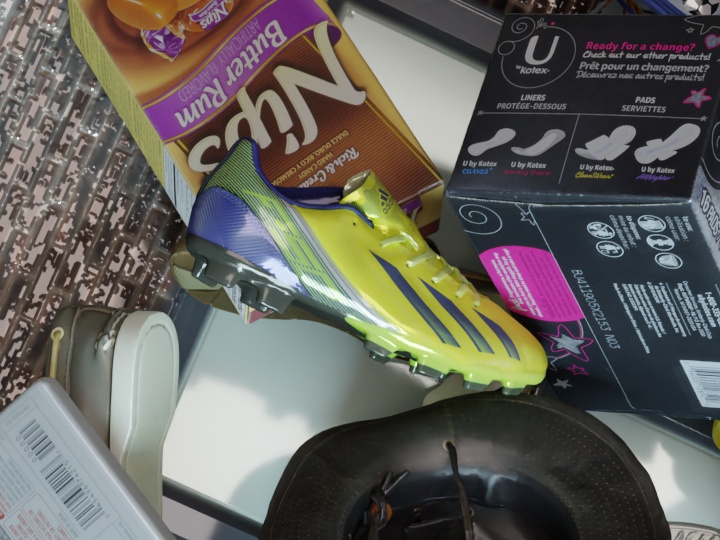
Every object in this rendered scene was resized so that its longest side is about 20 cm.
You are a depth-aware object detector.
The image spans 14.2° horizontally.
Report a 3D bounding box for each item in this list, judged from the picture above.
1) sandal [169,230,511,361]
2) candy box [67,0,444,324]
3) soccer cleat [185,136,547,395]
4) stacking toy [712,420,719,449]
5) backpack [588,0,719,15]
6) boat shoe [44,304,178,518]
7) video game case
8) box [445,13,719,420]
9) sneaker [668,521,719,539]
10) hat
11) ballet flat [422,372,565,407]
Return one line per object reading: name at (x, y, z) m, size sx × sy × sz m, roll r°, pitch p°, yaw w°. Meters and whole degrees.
sandal at (0.000, 0.000, 1.515) m, size 0.199 × 0.080 × 0.054 m, roll 12°, pitch 58°, yaw -4°
candy box at (-0.055, -0.084, 1.483) m, size 0.116 × 0.057 × 0.201 m, roll -26°, pitch 67°, yaw -16°
soccer cleat at (0.012, -0.001, 1.395) m, size 0.199 × 0.065 × 0.084 m, roll 24°, pitch 84°, yaw -19°
stacking toy at (0.208, 0.050, 1.537) m, size 0.116 × 0.110 × 0.200 m, roll -41°, pitch 76°, yaw -18°
backpack at (0.204, -0.132, 1.506) m, size 0.199 × 0.191 × 0.155 m, roll 30°, pitch 93°, yaw -5°
boat shoe at (-0.138, 0.118, 1.470) m, size 0.060 × 0.072 × 0.203 m, roll 8°, pitch 92°, yaw 21°
video game case at (-0.161, 0.186, 1.425) m, size 0.182 × 0.023 × 0.200 m, roll -40°, pitch 80°, yaw 12°
box at (0.145, -0.025, 1.426) m, size 0.131 × 0.200 × 0.115 m, roll 3°, pitch 58°, yaw 26°
sneaker at (0.197, 0.182, 1.498) m, size 0.199 × 0.106 × 0.075 m, roll 17°, pitch 80°, yaw -11°
hat at (0.051, 0.153, 1.410) m, size 0.199 × 0.081 × 0.201 m, roll -1°, pitch 44°, yaw 1°
ballet flat at (0.029, 0.098, 1.500) m, size 0.200 × 0.068 × 0.069 m, roll -36°, pitch 131°, yaw -19°
